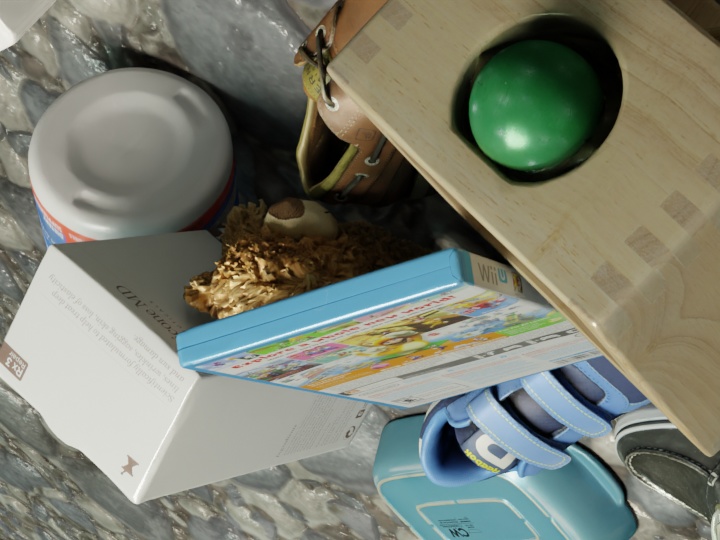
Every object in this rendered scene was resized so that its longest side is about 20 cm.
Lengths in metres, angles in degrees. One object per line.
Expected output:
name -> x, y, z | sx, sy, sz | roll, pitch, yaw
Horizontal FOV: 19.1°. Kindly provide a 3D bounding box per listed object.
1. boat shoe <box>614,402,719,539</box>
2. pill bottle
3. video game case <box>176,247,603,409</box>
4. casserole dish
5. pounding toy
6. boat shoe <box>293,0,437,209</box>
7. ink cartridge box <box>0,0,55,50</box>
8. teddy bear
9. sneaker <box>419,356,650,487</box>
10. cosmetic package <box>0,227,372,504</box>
boat shoe -> 0.206, 0.120, 1.073 | 0.199, 0.071, 0.072 | 17, 147, 35
pill bottle -> -0.121, -0.012, 1.210 | 0.112, 0.112, 0.201 | 27, 151, 18
video game case -> 0.030, 0.030, 0.969 | 0.142, 0.018, 0.200 | -17, 164, 28
casserole dish -> 0.079, 0.139, 1.289 | 0.121, 0.039, 0.199 | 48, 152, -18
pounding toy -> 0.109, -0.050, 0.776 | 0.184, 0.142, 0.200 | 45, -178, 32
boat shoe -> 0.007, -0.087, 0.966 | 0.201, 0.067, 0.072 | 94, 160, -57
ink cartridge box -> -0.136, -0.173, 0.887 | 0.084, 0.200, 0.145 | 49, 150, -18
teddy bear -> 0.000, 0.000, 1.066 | 0.199, 0.067, 0.145 | 11, -163, -41
sneaker -> 0.097, 0.066, 1.108 | 0.074, 0.082, 0.200 | 42, 149, -8
cosmetic package -> -0.077, 0.042, 1.089 | 0.113, 0.200, 0.081 | 38, 110, 22
